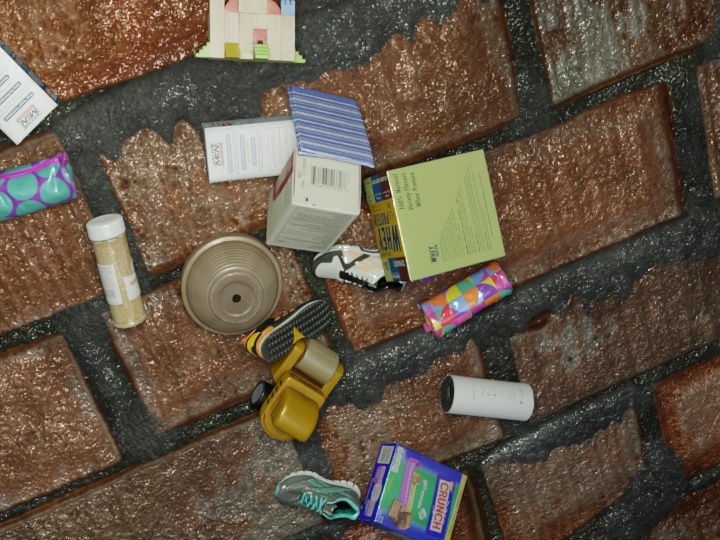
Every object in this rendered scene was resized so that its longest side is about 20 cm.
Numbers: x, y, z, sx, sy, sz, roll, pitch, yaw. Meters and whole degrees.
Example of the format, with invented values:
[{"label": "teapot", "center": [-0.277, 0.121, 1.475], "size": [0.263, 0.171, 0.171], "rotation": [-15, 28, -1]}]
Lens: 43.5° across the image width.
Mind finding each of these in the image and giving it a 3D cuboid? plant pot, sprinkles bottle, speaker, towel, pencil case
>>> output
[{"label": "plant pot", "center": [-0.241, 0.038, 1.710], "size": [0.196, 0.093, 0.206], "rotation": [-5, 111, -14]}, {"label": "sprinkles bottle", "center": [-0.446, 0.002, 1.652], "size": [0.067, 0.068, 0.205], "rotation": [-13, 112, -11]}, {"label": "speaker", "center": [0.272, 0.275, 1.945], "size": [0.195, 0.081, 0.083], "rotation": [8, 107, -19]}, {"label": "towel", "center": [-0.057, -0.256, 1.608], "size": [0.141, 0.202, 0.024], "rotation": [8, 131, -20]}, {"label": "pencil case", "center": [-0.591, -0.141, 1.550], "size": [0.196, 0.086, 0.093], "rotation": [-17, 141, -11]}, {"label": "pencil case", "center": [0.214, 0.060, 1.855], "size": [0.197, 0.089, 0.090], "rotation": [-30, 114, -2]}]

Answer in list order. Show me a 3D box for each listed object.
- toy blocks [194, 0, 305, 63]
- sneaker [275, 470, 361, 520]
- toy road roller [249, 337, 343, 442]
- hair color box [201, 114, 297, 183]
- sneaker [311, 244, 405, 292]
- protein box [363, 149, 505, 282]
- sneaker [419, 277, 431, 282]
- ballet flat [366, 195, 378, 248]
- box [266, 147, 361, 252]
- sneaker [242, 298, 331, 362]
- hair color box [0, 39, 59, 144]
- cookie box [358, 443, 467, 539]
[{"label": "toy blocks", "center": [-0.190, -0.437, 1.568], "size": [0.195, 0.100, 0.140], "rotation": [-1, 98, -15]}, {"label": "sneaker", "center": [-0.083, 0.483, 1.910], "size": [0.195, 0.091, 0.079], "rotation": [10, 105, -19]}, {"label": "toy road roller", "center": [-0.120, 0.246, 1.786], "size": [0.122, 0.146, 0.202], "rotation": [32, 98, -23]}, {"label": "hair color box", "center": [-0.187, -0.225, 1.650], "size": [0.195, 0.061, 0.101], "rotation": [-8, 110, -14]}, {"label": "sneaker", "center": [0.000, 0.000, 1.747], "size": [0.195, 0.081, 0.074], "rotation": [-1, 144, 5]}, {"label": "protein box", "center": [0.135, -0.099, 1.671], "size": [0.196, 0.135, 0.203], "rotation": [-14, 93, -19]}, {"label": "sneaker", "center": [0.189, -0.054, 1.812], "size": [0.098, 0.070, 0.203], "rotation": [25, 101, -24]}, {"label": "ballet flat", "center": [0.061, -0.078, 1.769], "size": [0.069, 0.065, 0.203], "rotation": [-27, 115, -9]}, {"label": "box", "center": [-0.087, -0.123, 1.628], "size": [0.125, 0.200, 0.112], "rotation": [7, 69, -18]}, {"label": "sneaker", "center": [-0.145, 0.105, 1.765], "size": [0.199, 0.089, 0.071], "rotation": [-32, 122, -40]}, {"label": "hair color box", "center": [-0.609, -0.320, 1.496], "size": [0.100, 0.061, 0.200], "rotation": [-41, 114, 2]}, {"label": "cookie box", "center": [0.115, 0.488, 1.941], "size": [0.197, 0.075, 0.175], "rotation": [28, 69, -24]}]
